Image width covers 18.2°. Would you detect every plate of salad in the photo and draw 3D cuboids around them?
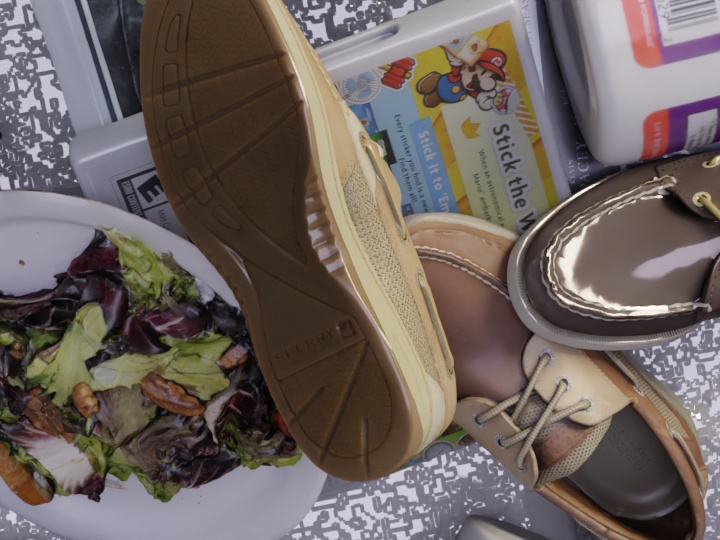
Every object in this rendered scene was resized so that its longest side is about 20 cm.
[{"bbox_3d":[-0.109,0.053,0.892,0.199,0.048,0.201,12,132,14],"label":"plate of salad"}]

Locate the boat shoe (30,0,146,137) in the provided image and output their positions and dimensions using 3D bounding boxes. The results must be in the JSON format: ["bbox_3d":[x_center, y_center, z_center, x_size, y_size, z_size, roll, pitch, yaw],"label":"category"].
[{"bbox_3d":[-0.077,-0.086,0.875,0.070,0.201,0.072,-3,50,18],"label":"boat shoe"}]

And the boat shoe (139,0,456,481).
[{"bbox_3d":[-0.021,-0.024,0.826,0.071,0.064,0.201,-18,94,30],"label":"boat shoe"}]

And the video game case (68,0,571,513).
[{"bbox_3d":[0.000,0.000,0.908,0.181,0.023,0.201,-20,125,-1],"label":"video game case"}]

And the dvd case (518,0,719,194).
[{"bbox_3d":[0.160,-0.095,0.954,0.198,0.025,0.152,-6,93,-2],"label":"dvd case"}]

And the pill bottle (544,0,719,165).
[{"bbox_3d":[0.177,-0.117,0.886,0.198,0.111,0.112,-13,94,-1],"label":"pill bottle"}]

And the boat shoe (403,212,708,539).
[{"bbox_3d":[0.075,0.048,0.900,0.200,0.072,0.076,35,109,-28],"label":"boat shoe"}]

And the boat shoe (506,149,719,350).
[{"bbox_3d":[0.154,-0.017,0.885,0.199,0.059,0.072,-11,83,-21],"label":"boat shoe"}]

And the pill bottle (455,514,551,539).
[{"bbox_3d":[0.039,0.208,0.926,0.109,0.109,0.201,23,93,-3],"label":"pill bottle"}]
